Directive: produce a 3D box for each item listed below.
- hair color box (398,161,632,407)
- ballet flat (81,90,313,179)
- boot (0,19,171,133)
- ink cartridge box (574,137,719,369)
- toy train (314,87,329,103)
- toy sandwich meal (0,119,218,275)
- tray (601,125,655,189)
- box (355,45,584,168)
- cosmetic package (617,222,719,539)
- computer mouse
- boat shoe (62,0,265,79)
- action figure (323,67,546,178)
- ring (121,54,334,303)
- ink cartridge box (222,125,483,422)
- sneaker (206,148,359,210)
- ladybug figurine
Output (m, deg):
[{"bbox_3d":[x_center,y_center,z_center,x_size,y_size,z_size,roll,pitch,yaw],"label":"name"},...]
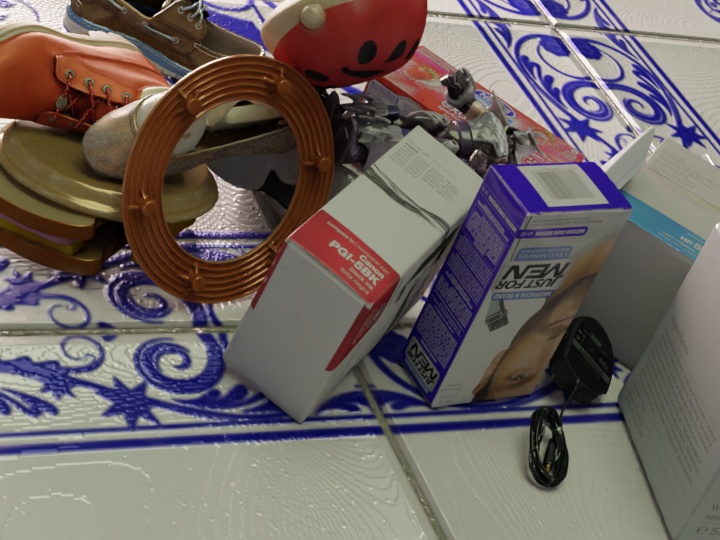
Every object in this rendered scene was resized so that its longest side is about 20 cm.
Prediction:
[{"bbox_3d":[0.119,0.012,1.258,0.108,0.201,0.065,-4,45,-34],"label":"hair color box"},{"bbox_3d":[-0.122,-0.120,1.257,0.199,0.067,0.069,-15,72,-34],"label":"ballet flat"},{"bbox_3d":[-0.227,-0.143,1.274,0.199,0.076,0.107,-10,42,-48],"label":"boot"},{"bbox_3d":[0.281,-0.016,1.450,0.125,0.129,0.200,33,37,13],"label":"ink cartridge box"},{"bbox_3d":[-0.053,-0.157,1.438,0.046,0.034,0.200,32,0,2],"label":"toy train"},{"bbox_3d":[-0.210,-0.064,1.292,0.203,0.071,0.206,15,25,-7],"label":"toy sandwich meal"},{"bbox_3d":[0.175,-0.041,1.374,0.200,0.107,0.022,-43,88,-16],"label":"tray"},{"bbox_3d":[0.094,-0.108,1.488,0.199,0.100,0.095,36,37,18],"label":"box"},{"bbox_3d":[0.333,0.098,1.271,0.166,0.201,0.167,9,38,-18],"label":"cosmetic package"},{"bbox_3d":[0.166,0.107,1.316,0.059,0.034,0.200,49,38,-14],"label":"computer mouse"},{"bbox_3d":[-0.178,-0.231,1.514,0.198,0.073,0.073,14,36,-13],"label":"boat shoe"},{"bbox_3d":[0.070,-0.113,1.364,0.198,0.070,0.131,1,45,-20],"label":"action figure"},{"bbox_3d":[-0.096,-0.068,1.246,0.199,0.203,0.019,-9,25,-37],"label":"ring"},{"bbox_3d":[0.000,0.000,1.234,0.083,0.147,0.200,38,43,8],"label":"ink cartridge box"},{"bbox_3d":[-0.048,-0.084,1.394,0.199,0.076,0.114,35,16,-12],"label":"sneaker"},{"bbox_3d":[-0.008,-0.193,1.302,0.073,0.135,0.200,69,21,0],"label":"ladybug figurine"}]
